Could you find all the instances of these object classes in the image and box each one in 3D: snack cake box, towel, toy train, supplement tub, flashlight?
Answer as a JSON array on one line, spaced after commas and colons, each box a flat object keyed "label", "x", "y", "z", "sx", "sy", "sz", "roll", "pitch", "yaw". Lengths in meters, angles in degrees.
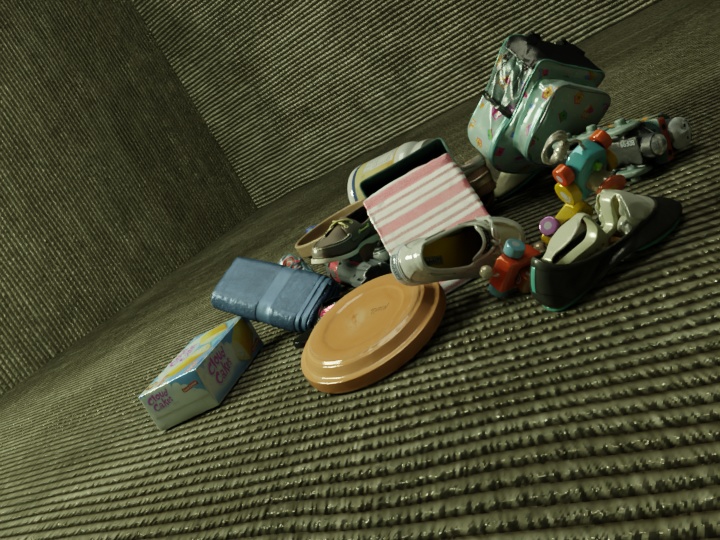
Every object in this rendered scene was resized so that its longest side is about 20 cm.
[{"label": "snack cake box", "x": -0.244, "y": 0.155, "z": 1.099, "sx": 0.115, "sy": 0.067, "sz": 0.200, "roll": -25, "pitch": 13, "yaw": 19}, {"label": "towel", "x": -0.140, "y": 0.042, "z": 1.146, "sx": 0.199, "sy": 0.049, "sz": 0.112, "roll": 13, "pitch": 51, "yaw": 26}, {"label": "toy train", "x": 0.354, "y": -0.170, "z": 0.965, "sx": 0.114, "sy": 0.085, "sz": 0.200, "roll": -25, "pitch": 10, "yaw": -21}, {"label": "toy train", "x": 0.215, "y": -0.053, "z": 0.756, "sx": 0.150, "sy": 0.056, "sz": 0.200, "roll": -16, "pitch": -43, "yaw": -38}, {"label": "supplement tub", "x": 0.087, "y": -0.180, "z": 1.450, "sx": 0.200, "sy": 0.145, "sz": 0.144, "roll": -19, "pitch": 17, "yaw": 41}, {"label": "flashlight", "x": 0.000, "y": 0.000, "z": 1.155, "sx": 0.200, "sy": 0.068, "sz": 0.068, "roll": 12, "pitch": 80, "yaw": 67}, {"label": "towel", "x": 0.102, "y": -0.059, "z": 0.964, "sx": 0.146, "sy": 0.200, "sz": 0.030, "roll": -29, "pitch": -32, "yaw": 5}]

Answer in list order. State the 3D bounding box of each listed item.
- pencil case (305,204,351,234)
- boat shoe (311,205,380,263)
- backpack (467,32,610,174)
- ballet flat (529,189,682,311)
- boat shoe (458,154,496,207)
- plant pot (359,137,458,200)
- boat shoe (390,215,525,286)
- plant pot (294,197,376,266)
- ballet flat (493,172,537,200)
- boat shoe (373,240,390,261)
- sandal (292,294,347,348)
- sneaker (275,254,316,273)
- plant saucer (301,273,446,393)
[{"label": "pencil case", "x": -0.027, "y": -0.108, "z": 1.579, "sx": 0.200, "sy": 0.078, "sz": 0.087, "roll": -33, "pitch": -10, "yaw": -6}, {"label": "boat shoe", "x": -0.023, "y": -0.062, "z": 1.165, "sx": 0.072, "sy": 0.060, "sz": 0.200, "roll": 2, "pitch": 19, "yaw": 30}, {"label": "backpack", "x": 0.271, "y": -0.242, "z": 1.089, "sx": 0.175, "sy": 0.154, "sz": 0.200, "roll": -4, "pitch": -39, "yaw": -37}, {"label": "ballet flat", "x": 0.249, "y": -0.037, "z": 0.705, "sx": 0.200, "sy": 0.069, "sz": 0.068, "roll": -35, "pitch": 24, "yaw": -18}, {"label": "boat shoe", "x": 0.190, "y": -0.132, "z": 1.198, "sx": 0.076, "sy": 0.072, "sz": 0.200, "roll": -35, "pitch": -8, "yaw": 1}, {"label": "plant pot", "x": 0.102, "y": -0.099, "z": 1.120, "sx": 0.141, "sy": 0.142, "sz": 0.200, "roll": -29, "pitch": -4, "yaw": 6}, {"label": "boat shoe", "x": 0.137, "y": -0.031, "z": 0.826, "sx": 0.201, "sy": 0.075, "sz": 0.086, "roll": -10, "pitch": -6, "yaw": -32}, {"label": "plant pot", "x": -0.020, "y": -0.062, "z": 1.356, "sx": 0.200, "sy": 0.093, "sz": 0.201, "roll": -29, "pitch": 13, "yaw": 7}, {"label": "ballet flat", "x": 0.300, "y": -0.198, "z": 1.214, "sx": 0.200, "sy": 0.070, "sz": 0.069, "roll": -33, "pitch": 13, "yaw": -8}, {"label": "boat shoe", "x": 0.067, "y": -0.077, "z": 1.298, "sx": 0.068, "sy": 0.057, "sz": 0.200, "roll": -22, "pitch": 15, "yaw": 33}, {"label": "sandal", "x": -0.015, "y": 0.051, "z": 1.021, "sx": 0.200, "sy": 0.045, "sz": 0.075, "roll": -30, "pitch": 13, "yaw": 3}, {"label": "sneaker", "x": -0.117, "y": 0.020, "z": 1.250, "sx": 0.079, "sy": 0.096, "sz": 0.200, "roll": -36, "pitch": 16, "yaw": -18}, {"label": "plant saucer", "x": 0.010, "y": 0.066, "z": 0.855, "sx": 0.200, "sy": 0.032, "sz": 0.200, "roll": -28, "pitch": 25, "yaw": 14}]
